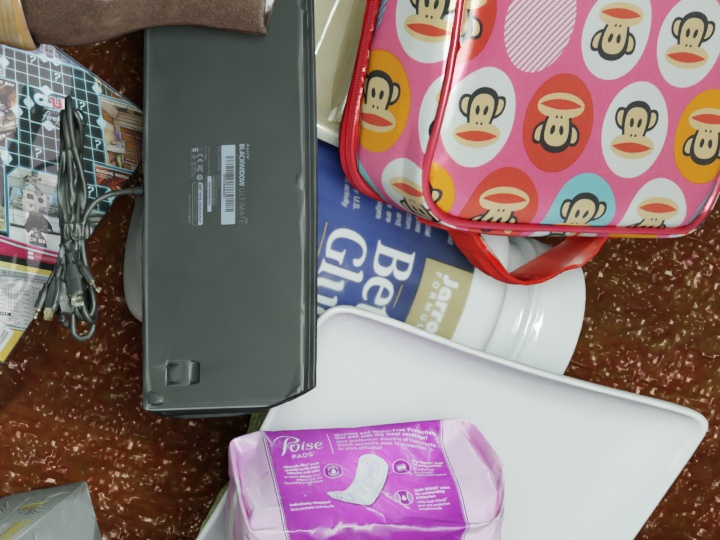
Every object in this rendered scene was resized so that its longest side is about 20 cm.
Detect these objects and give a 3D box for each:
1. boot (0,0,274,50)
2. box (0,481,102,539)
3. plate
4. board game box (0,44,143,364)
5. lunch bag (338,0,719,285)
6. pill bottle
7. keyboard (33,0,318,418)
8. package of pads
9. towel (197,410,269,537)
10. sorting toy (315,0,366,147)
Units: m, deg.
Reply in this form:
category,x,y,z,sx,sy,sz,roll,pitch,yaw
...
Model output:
category,x,y,z,sx,sy,sz,roll,pitch,yaw
boot,-0.116,-0.196,1.289,0.166,0.072,0.200,-1,86,5
box,-0.157,0.200,1.309,0.048,0.200,0.158,-11,100,20
plate,0.030,0.108,1.376,0.200,0.032,0.200,16,122,-22
board game box,-0.206,-0.068,1.334,0.200,0.035,0.136,37,85,-21
lunch bag,0.088,-0.080,1.329,0.200,0.082,0.176,4,99,-41
pill bottle,0.000,0.000,1.379,0.200,0.111,0.111,18,91,-22
keyboard,-0.080,-0.035,1.291,0.127,0.021,0.200,-2,78,11
package of pads,-0.002,0.165,1.346,0.120,0.076,0.200,-3,128,-11
towel,0.011,0.156,1.448,0.200,0.036,0.148,26,87,-21
sorting toy,-0.050,-0.180,1.348,0.180,0.107,0.200,22,91,-14
